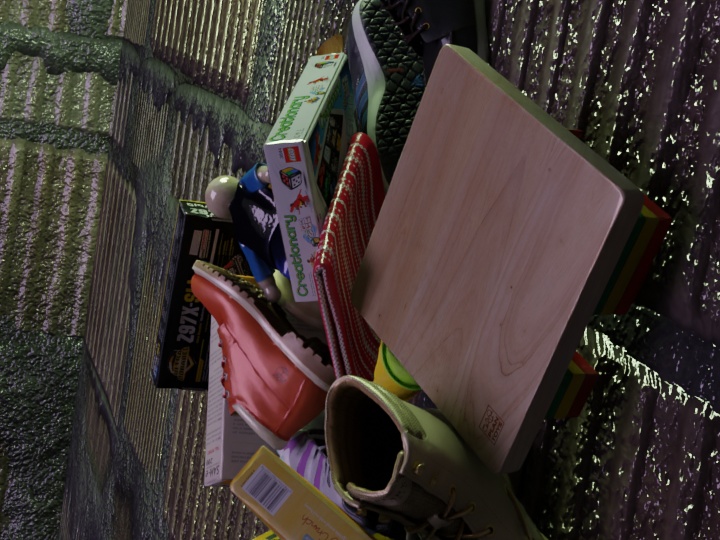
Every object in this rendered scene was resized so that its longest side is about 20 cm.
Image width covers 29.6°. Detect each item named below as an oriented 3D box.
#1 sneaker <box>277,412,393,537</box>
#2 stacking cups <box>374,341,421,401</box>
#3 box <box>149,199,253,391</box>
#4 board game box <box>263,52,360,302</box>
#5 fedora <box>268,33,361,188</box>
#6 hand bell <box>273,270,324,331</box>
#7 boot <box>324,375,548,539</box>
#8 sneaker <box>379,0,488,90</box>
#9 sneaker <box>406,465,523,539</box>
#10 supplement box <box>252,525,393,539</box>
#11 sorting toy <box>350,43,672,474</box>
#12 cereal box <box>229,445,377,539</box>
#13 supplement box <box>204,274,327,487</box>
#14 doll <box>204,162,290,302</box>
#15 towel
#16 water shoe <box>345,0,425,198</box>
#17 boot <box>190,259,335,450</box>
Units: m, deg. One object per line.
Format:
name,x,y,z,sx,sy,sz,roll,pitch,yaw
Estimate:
sneaker,-0.010,0.169,1.213,0.141,0.077,0.201,-65,36,39
stacking cups,0.066,0.047,1.054,0.200,0.060,0.061,139,134,-57
box,-0.131,0.033,1.458,0.049,0.158,0.202,-126,45,-63
board game box,-0.030,-0.079,1.071,0.201,0.034,0.128,-72,-25,-62
fedora,-0.028,-0.124,1.299,0.201,0.081,0.203,-162,90,-79
hand bell,0.002,-0.050,1.250,0.201,0.103,0.105,-58,30,28
boot,0.058,0.162,0.854,0.073,0.155,0.201,-36,56,19
sneaker,0.043,-0.205,1.107,0.075,0.105,0.203,153,121,-67
sneaker,0.065,0.159,0.986,0.070,0.075,0.202,-132,50,-65
supplement box,-0.033,0.315,1.108,0.108,0.109,0.203,17,105,29
sorting toy,0.096,-0.011,0.884,0.199,0.069,0.202,49,127,44
cereal box,0.000,0.196,0.895,0.040,0.143,0.200,-49,-23,-9
supplement box,-0.085,0.114,1.353,0.073,0.124,0.203,148,126,-65
doll,-0.070,-0.029,1.217,0.199,0.048,0.138,32,132,32
towel,0.000,0.000,1.048,0.201,0.022,0.146,-76,-23,-56
water shoe,0.030,-0.138,1.180,0.079,0.071,0.202,122,143,-65
boot,-0.108,0.075,1.264,0.200,0.075,0.108,43,101,29
